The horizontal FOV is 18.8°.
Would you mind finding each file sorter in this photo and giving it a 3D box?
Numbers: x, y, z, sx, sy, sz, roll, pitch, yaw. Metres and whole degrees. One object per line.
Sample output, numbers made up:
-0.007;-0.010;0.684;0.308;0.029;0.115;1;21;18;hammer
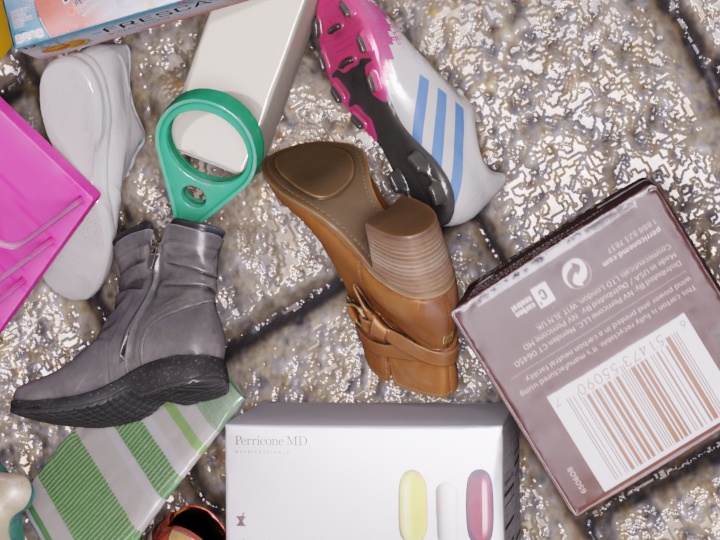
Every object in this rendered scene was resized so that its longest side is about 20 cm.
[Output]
-0.317;-0.017;1.591;0.139;0.125;0.200;43;123;3;file sorter

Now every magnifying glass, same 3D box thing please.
-0.123;-0.051;1.594;0.079;0.022;0.201;24;134;4;magnifying glass

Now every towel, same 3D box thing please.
-0.171;0.137;1.619;0.023;0.153;0.200;32;99;-36;towel

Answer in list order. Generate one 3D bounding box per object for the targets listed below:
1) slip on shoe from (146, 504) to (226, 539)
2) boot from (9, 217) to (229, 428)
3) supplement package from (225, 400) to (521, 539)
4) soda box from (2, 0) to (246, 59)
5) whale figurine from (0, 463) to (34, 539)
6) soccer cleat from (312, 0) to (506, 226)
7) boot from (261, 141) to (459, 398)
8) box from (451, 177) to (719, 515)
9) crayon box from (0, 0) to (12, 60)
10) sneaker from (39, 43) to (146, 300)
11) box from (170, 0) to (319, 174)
-0.120;0.201;1.575;0.074;0.200;0.061;34;94;2;slip on shoe
-0.174;0.040;1.595;0.199;0.070;0.133;-13;71;30;boot
0.013;0.156;1.576;0.198;0.156;0.112;-1;93;8;supplement package
-0.153;-0.208;1.541;0.199;0.068;0.064;-16;86;7;soda box
-0.288;0.219;1.627;0.159;0.104;0.200;-50;59;7;whale figurine
0.037;-0.126;1.606;0.070;0.086;0.201;-33;82;52;soccer cleat
0.000;0.000;1.607;0.073;0.200;0.156;-28;129;-21;boot
0.177;0.047;1.524;0.165;0.200;0.165;-32;91;7;box
-0.254;-0.249;1.608;0.058;0.119;0.200;38;97;7;crayon box
-0.196;-0.075;1.638;0.075;0.088;0.201;20;120;22;sneaker
-0.077;-0.175;1.609;0.068;0.082;0.201;21;94;5;box
